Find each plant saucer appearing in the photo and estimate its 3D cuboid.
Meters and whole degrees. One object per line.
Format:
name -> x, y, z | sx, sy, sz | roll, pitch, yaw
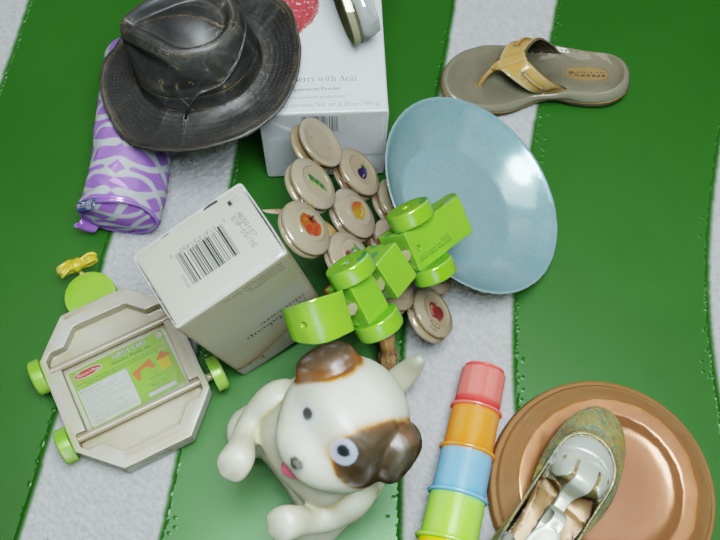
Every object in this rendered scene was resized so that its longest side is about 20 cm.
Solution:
plant saucer -> 0.098, -0.066, 0.908 | 0.200, 0.039, 0.202 | 15, 60, -28
plant saucer -> 0.211, 0.190, 0.835 | 0.199, 0.037, 0.201 | 1, 67, -2

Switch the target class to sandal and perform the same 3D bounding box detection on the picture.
sandal -> 0.181, -0.205, 0.986 | 0.199, 0.054, 0.081 | -1, 68, -2

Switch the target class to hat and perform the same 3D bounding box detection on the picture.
hat -> -0.156, -0.198, 0.851 | 0.200, 0.081, 0.201 | -7, 66, 15

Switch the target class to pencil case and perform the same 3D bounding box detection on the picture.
pencil case -> -0.223, -0.130, 0.934 | 0.085, 0.084, 0.201 | -11, 62, 34

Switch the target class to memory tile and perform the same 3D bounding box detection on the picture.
memory tile -> 0.012, -0.037, 0.853 | 0.200, 0.017, 0.154 | 34, 42, -29

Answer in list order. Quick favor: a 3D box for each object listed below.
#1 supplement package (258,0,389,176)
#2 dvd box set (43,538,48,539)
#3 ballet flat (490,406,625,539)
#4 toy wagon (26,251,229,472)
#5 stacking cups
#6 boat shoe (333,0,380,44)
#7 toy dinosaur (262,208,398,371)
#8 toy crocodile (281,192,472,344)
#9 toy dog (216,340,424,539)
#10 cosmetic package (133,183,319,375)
supplement package -> -0.038, -0.209, 0.946 | 0.121, 0.120, 0.201 | -3, 67, -1
dvd box set -> -0.290, 0.336, 0.764 | 0.200, 0.029, 0.146 | -39, 73, -15
ballet flat -> 0.161, 0.191, 0.778 | 0.071, 0.071, 0.200 | 35, 71, 12
toy wagon -> -0.217, 0.076, 0.869 | 0.155, 0.040, 0.200 | -25, 70, -11
stacking cups -> 0.091, 0.178, 0.830 | 0.060, 0.061, 0.201 | 16, 65, 5
boat shoe -> -0.003, -0.299, 0.879 | 0.068, 0.075, 0.201 | -12, 67, -2
toy dinosaur -> 0.000, 0.000, 0.855 | 0.060, 0.106, 0.200 | -23, 109, 21
toy crocodile -> 0.021, -0.002, 0.780 | 0.200, 0.062, 0.068 | -41, 112, -34
toy dog -> -0.013, 0.131, 0.757 | 0.193, 0.200, 0.140 | -26, 79, -10
cosmetic package -> -0.099, 0.015, 0.802 | 0.103, 0.200, 0.073 | -35, 72, -2
